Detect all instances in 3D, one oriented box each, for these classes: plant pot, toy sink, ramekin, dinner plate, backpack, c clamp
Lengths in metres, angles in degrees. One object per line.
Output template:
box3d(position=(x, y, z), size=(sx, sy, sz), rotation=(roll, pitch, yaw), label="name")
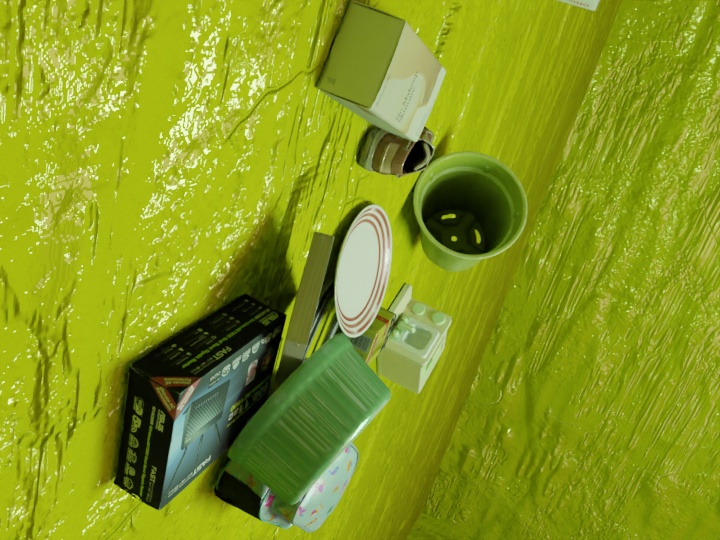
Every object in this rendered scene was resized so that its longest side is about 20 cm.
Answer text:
box3d(position=(0.185, -0.087, 1.336), size=(0.201, 0.199, 0.184), rotation=(-60, 174, -17), label="plant pot")
box3d(position=(0.113, 0.145, 1.515), size=(0.131, 0.111, 0.201), rotation=(-55, 160, -29), label="toy sink")
box3d(position=(-0.054, 0.180, 0.867), size=(0.200, 0.098, 0.200), rotation=(-47, 172, -9), label="ramekin")
box3d(position=(0.000, 0.000, 1.091), size=(0.200, 0.024, 0.202), rotation=(9, 90, -67), label="dinner plate")
box3d(position=(-0.088, 0.260, 1.028), size=(0.201, 0.152, 0.176), rotation=(-64, 158, -19), label="backpack")
box3d(position=(-0.057, 0.095, 1.111), size=(0.171, 0.027, 0.201), rotation=(-4, 119, -65), label="c clamp")

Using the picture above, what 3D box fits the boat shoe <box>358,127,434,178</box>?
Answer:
box3d(position=(0.068, -0.168, 1.038), size=(0.200, 0.071, 0.076), rotation=(-35, 146, -58), label="boat shoe")

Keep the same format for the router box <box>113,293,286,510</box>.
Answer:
box3d(position=(-0.165, 0.132, 0.773), size=(0.200, 0.062, 0.151), rotation=(-37, 148, -57), label="router box")

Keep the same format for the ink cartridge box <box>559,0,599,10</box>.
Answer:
box3d(position=(0.412, -0.600, 1.377), size=(0.126, 0.128, 0.200), rotation=(-65, 163, 0), label="ink cartridge box")

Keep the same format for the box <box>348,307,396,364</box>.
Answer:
box3d(position=(0.014, 0.112, 1.240), size=(0.200, 0.050, 0.076), rotation=(-19, 131, -77), label="box")

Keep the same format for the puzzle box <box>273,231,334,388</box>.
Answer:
box3d(position=(-0.070, 0.056, 0.864), size=(0.200, 0.025, 0.134), rotation=(114, -10, -64), label="puzzle box")

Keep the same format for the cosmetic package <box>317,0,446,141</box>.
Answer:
box3d(position=(0.032, -0.226, 0.857), size=(0.106, 0.071, 0.200), rotation=(-68, 163, 9), label="cosmetic package")
